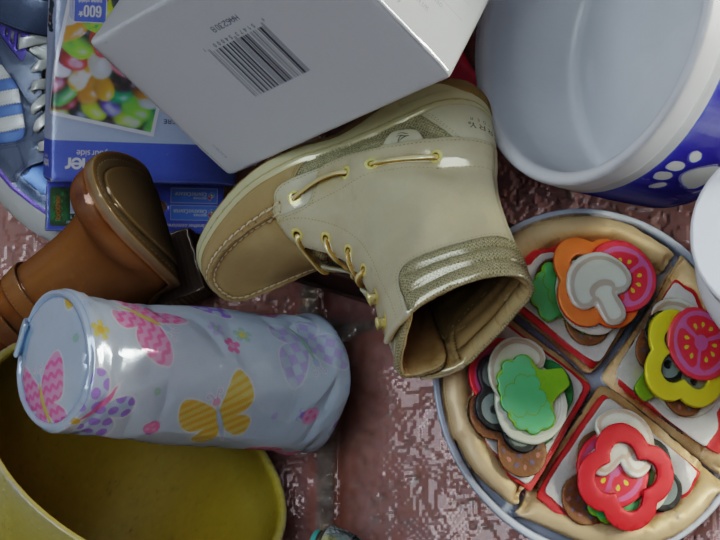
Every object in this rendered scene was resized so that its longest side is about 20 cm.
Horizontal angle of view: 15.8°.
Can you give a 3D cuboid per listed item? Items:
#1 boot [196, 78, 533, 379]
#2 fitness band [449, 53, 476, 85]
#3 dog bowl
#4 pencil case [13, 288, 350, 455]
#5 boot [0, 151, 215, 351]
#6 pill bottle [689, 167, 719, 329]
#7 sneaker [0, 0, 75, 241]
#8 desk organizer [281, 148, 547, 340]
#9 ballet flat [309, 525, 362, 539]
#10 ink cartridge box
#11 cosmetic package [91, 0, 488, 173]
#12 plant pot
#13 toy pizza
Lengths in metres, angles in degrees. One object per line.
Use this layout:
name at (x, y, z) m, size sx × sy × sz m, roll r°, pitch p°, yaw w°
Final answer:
boot at (0.000, 0.000, 1.451) m, size 0.199 × 0.073 × 0.156 m, roll -28°, pitch 49°, yaw 18°
fitness band at (0.110, -0.189, 1.593) m, size 0.143 × 0.037 × 0.201 m, roll 5°, pitch 78°, yaw 24°
dog bowl at (0.155, -0.138, 1.450) m, size 0.200 × 0.078 × 0.202 m, roll -22°, pitch 63°, yaw 50°
pencil case at (-0.102, 0.058, 1.520) m, size 0.091 × 0.199 × 0.083 m, roll 50°, pitch 123°, yaw 42°
boot at (-0.182, 0.005, 1.559) m, size 0.154 × 0.200 × 0.074 m, roll -19°, pitch 67°, yaw 6°
pill bottle at (0.245, 0.002, 1.406) m, size 0.115 × 0.200 × 0.117 m, roll -5°, pitch 76°, yaw 18°
sneaker at (-0.192, -0.131, 1.632) m, size 0.201 × 0.080 × 0.147 m, roll 59°, pitch 135°, yaw 27°
desk organizer at (0.041, -0.010, 1.550) m, size 0.199 × 0.077 × 0.072 m, roll 17°, pitch 83°, yaw 23°
ballet flat at (-0.030, 0.252, 1.520) m, size 0.072 × 0.072 × 0.201 m, roll 20°, pitch 86°, yaw 23°
ink cartridge box at (-0.133, -0.121, 1.595) m, size 0.118 × 0.042 × 0.202 m, roll 1°, pitch 98°, yaw -15°
cosmetic package at (-0.015, -0.186, 1.467) m, size 0.199 × 0.123 × 0.201 m, roll -20°, pitch 35°, yaw 47°
plant pot at (-0.164, 0.158, 1.539) m, size 0.200 × 0.199 × 0.142 m, roll 46°, pitch 121°, yaw 23°
toy pizza at (0.137, 0.061, 1.463) m, size 0.199 × 0.032 × 0.202 m, roll 4°, pitch 77°, yaw -18°
